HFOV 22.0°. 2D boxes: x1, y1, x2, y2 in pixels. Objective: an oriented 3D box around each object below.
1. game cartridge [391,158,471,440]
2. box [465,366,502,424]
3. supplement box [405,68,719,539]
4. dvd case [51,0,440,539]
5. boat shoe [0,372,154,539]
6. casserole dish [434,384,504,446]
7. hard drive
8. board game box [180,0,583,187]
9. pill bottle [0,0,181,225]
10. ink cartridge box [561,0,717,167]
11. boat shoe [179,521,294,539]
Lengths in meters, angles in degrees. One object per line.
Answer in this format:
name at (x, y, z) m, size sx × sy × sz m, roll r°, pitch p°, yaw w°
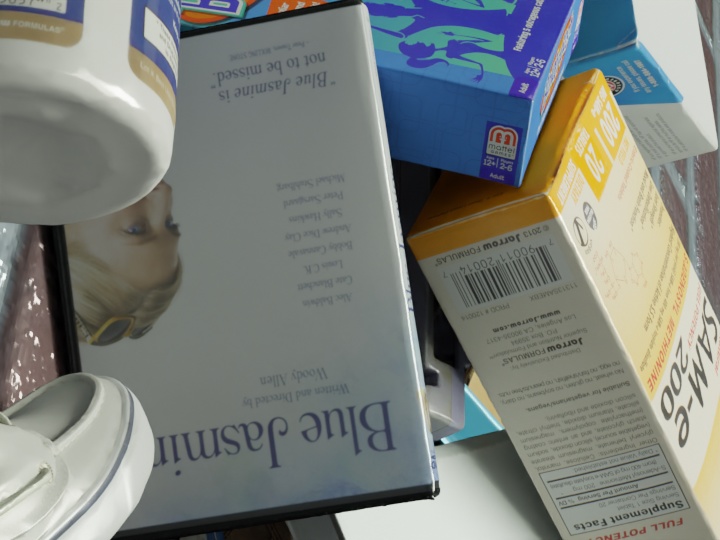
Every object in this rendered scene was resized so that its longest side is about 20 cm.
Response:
game cartridge at (0.000, 0.000, 0.883) m, size 0.038 × 0.129 × 0.202 m, roll 21°, pitch 56°, yaw -31°
box at (0.094, 0.150, 1.160) m, size 0.164 × 0.021 × 0.201 m, roll -62°, pitch 136°, yaw -56°
supplement box at (0.109, 0.028, 0.845) m, size 0.201 × 0.073 × 0.126 m, roll 61°, pitch 29°, yaw -21°
dvd case at (-0.052, 0.002, 0.740) m, size 0.018 × 0.141 × 0.202 m, roll 32°, pitch 49°, yaw -79°
boat shoe at (-0.134, 0.077, 0.613) m, size 0.200 × 0.071 × 0.066 m, roll -47°, pitch 127°, yaw -53°
casserole dish at (0.062, 0.112, 0.974) m, size 0.200 × 0.039 × 0.121 m, roll 49°, pitch 13°, yaw -6°
hard drive at (0.057, 0.140, 0.814) m, size 0.199 × 0.026 × 0.133 m, roll -6°, pitch 69°, yaw -55°
board game box at (-0.008, -0.110, 0.827) m, size 0.152 × 0.198 × 0.045 m, roll -64°, pitch 163°, yaw -56°
pill bottle at (-0.120, -0.128, 0.683) m, size 0.111 × 0.110 × 0.202 m, roll 42°, pitch 42°, yaw -54°
ink cartridge box at (0.075, -0.131, 1.024) m, size 0.147 × 0.198 × 0.146 m, roll 35°, pitch 46°, yaw -58°
boat shoe at (-0.046, 0.042, 0.822) m, size 0.072 × 0.072 × 0.202 m, roll 0°, pitch 79°, yaw -66°
